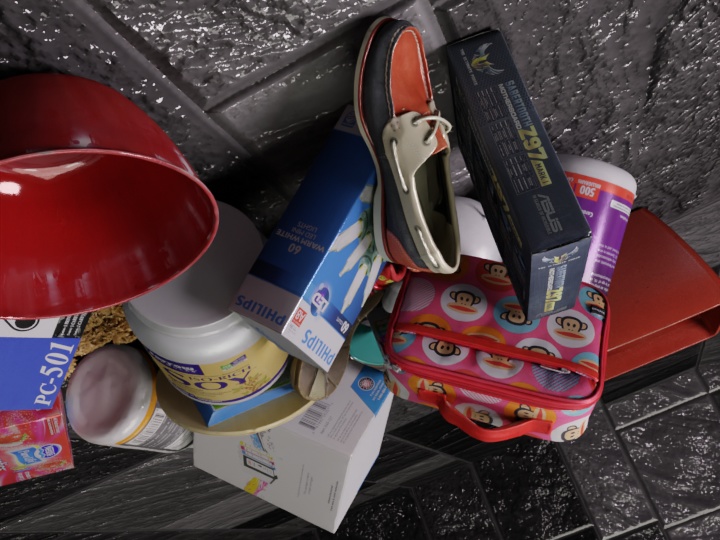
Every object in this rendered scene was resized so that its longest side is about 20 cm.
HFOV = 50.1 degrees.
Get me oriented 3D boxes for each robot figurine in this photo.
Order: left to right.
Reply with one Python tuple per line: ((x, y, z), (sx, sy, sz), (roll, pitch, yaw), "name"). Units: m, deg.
((0.097, -0.008, 0.870), (0.170, 0.113, 0.200), (-34, 162, -23), "robot figurine")

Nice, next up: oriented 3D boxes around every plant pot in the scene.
((0.384, 0.031, 1.105), (0.200, 0.176, 0.200), (-25, 157, 8), "plant pot")

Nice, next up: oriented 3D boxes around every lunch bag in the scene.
((0.122, 0.075, 0.711), (0.200, 0.176, 0.082), (12, 139, 11), "lunch bag")

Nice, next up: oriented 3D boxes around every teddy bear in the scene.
((-0.309, 0.062, 0.750), (0.200, 0.067, 0.145), (-2, 148, -37), "teddy bear")

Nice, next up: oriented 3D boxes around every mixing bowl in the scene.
((-0.208, -0.059, 0.524), (0.200, 0.108, 0.200), (-18, 155, -9), "mixing bowl")

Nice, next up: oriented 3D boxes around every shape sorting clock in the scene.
((-0.129, 0.113, 0.864), (0.200, 0.200, 0.039), (-13, 123, -17), "shape sorting clock")

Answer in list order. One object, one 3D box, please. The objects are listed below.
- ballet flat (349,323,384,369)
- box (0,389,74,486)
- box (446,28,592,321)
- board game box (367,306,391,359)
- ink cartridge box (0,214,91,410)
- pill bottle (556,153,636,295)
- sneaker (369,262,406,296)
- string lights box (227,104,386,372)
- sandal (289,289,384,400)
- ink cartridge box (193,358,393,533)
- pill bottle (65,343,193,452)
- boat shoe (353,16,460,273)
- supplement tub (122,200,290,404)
((-0.039, 0.102, 1.063), (0.200, 0.068, 0.068), (20, 145, -41), "ballet flat")
((-0.386, 0.165, 0.868), (0.100, 0.096, 0.200), (-11, 154, -22), "box")
((0.130, -0.075, 0.650), (0.051, 0.200, 0.158), (-19, 156, 4), "box")
((0.085, 0.074, 0.985), (0.134, 0.034, 0.200), (-21, -165, -2), "board game box")
((-0.286, 0.035, 0.660), (0.094, 0.044, 0.200), (6, 124, -42), "ink cartridge box")
((0.217, -0.017, 0.829), (0.112, 0.200, 0.112), (15, 180, 0), "pill bottle")
((0.000, 0.000, 0.742), (0.077, 0.085, 0.200), (12, 104, -53), "sneaker")
((-0.020, -0.026, 0.654), (0.200, 0.059, 0.103), (-62, 152, -13), "string lights box")
((-0.032, 0.044, 0.832), (0.080, 0.200, 0.054), (37, 156, -34), "sandal")
((-0.082, 0.186, 0.941), (0.147, 0.200, 0.145), (-51, 158, -50), "ink cartridge box")
((-0.253, 0.163, 0.948), (0.116, 0.116, 0.200), (-27, 156, 13), "pill bottle")
((0.042, -0.092, 0.593), (0.071, 0.063, 0.200), (-25, 120, -38), "boat shoe")
((-0.140, 0.034, 0.730), (0.145, 0.145, 0.200), (-17, 156, -8), "supplement tub")
